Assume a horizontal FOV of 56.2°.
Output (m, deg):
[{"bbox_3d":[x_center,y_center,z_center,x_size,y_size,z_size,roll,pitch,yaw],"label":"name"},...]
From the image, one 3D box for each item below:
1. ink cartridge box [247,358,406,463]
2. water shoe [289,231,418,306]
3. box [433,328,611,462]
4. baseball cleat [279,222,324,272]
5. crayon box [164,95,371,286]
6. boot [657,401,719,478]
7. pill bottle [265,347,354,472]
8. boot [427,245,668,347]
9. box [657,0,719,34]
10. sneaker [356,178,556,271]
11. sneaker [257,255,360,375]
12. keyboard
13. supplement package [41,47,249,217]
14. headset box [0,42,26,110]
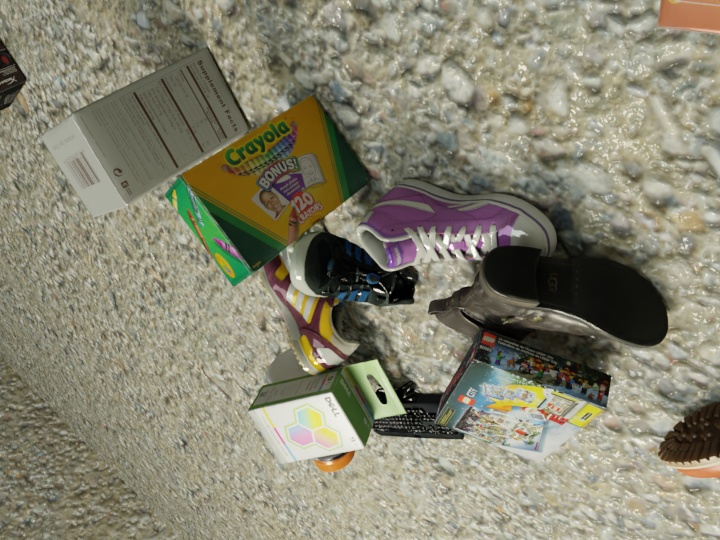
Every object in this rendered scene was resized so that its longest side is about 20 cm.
[{"bbox_3d":[-0.048,0.200,0.947,0.198,0.059,0.105,-17,114,26],"label":"ink cartridge box"},{"bbox_3d":[0.000,0.000,0.760,0.078,0.199,0.072,5,85,31],"label":"water shoe"},{"bbox_3d":[0.167,0.143,0.738,0.135,0.038,0.201,20,150,5],"label":"box"},{"bbox_3d":[-0.104,-0.072,0.885,0.106,0.069,0.202,3,115,53],"label":"baseball cleat"},{"bbox_3d":[-0.094,-0.090,0.730,0.119,0.200,0.058,53,144,-7],"label":"crayon box"},{"bbox_3d":[0.365,0.169,0.590,0.107,0.075,0.199,49,144,-9],"label":"boot"},{"bbox_3d":[-0.069,0.225,1.073,0.105,0.106,0.202,10,129,41],"label":"pill bottle"},{"bbox_3d":[0.178,0.041,0.675,0.198,0.070,0.174,19,159,0],"label":"boot"},{"bbox_3d":[0.240,-0.229,0.336,0.124,0.097,0.202,21,136,33],"label":"box"},{"bbox_3d":[0.085,-0.026,0.673,0.199,0.114,0.073,15,131,37],"label":"sneaker"},{"bbox_3d":[-0.071,0.040,0.948,0.090,0.075,0.202,-30,79,12],"label":"sneaker"},{"bbox_3d":[0.055,0.215,0.989,0.199,0.040,0.105,-17,110,51],"label":"keyboard"},{"bbox_3d":[-0.261,-0.171,0.835,0.116,0.200,0.118,-6,118,49],"label":"supplement package"},{"bbox_3d":[-0.711,-0.394,1.219,0.148,0.075,0.201,-13,112,51],"label":"headset box"}]
